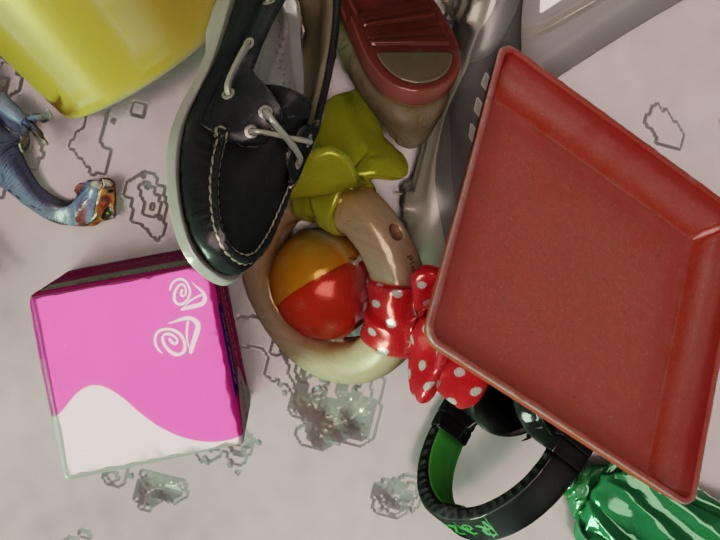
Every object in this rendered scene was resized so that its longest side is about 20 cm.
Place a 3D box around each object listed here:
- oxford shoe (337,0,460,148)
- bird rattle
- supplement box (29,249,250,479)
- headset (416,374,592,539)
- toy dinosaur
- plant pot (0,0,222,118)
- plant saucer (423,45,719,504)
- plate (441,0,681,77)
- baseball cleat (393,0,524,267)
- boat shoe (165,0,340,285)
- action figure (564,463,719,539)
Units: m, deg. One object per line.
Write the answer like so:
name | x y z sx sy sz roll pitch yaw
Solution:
oxford shoe | -0.001 -0.158 1.358 0.070 0.075 0.200 -8 56 -13
bird rattle | 0.000 0.000 1.363 0.200 0.163 0.113 52 48 -2
supplement box | -0.120 0.047 1.324 0.103 0.200 0.102 -10 94 0
headset | 0.114 0.074 1.380 0.094 0.123 0.200 38 74 -29
toy dinosaur | -0.219 -0.094 1.363 0.105 0.181 0.200 -29 56 18
plant pot | -0.168 -0.197 1.321 0.200 0.201 0.189 -33 108 1
plant saucer | 0.121 0.006 1.315 0.199 0.037 0.200 33 54 -25
plate | 0.116 -0.229 1.374 0.200 0.032 0.200 -30 93 14
baseball cleat | 0.083 -0.084 1.379 0.106 0.070 0.201 13 116 -9
boat shoe | -0.053 -0.086 1.254 0.060 0.076 0.201 -18 52 34
action figure | 0.199 0.172 1.411 0.200 0.055 0.118 34 94 4
